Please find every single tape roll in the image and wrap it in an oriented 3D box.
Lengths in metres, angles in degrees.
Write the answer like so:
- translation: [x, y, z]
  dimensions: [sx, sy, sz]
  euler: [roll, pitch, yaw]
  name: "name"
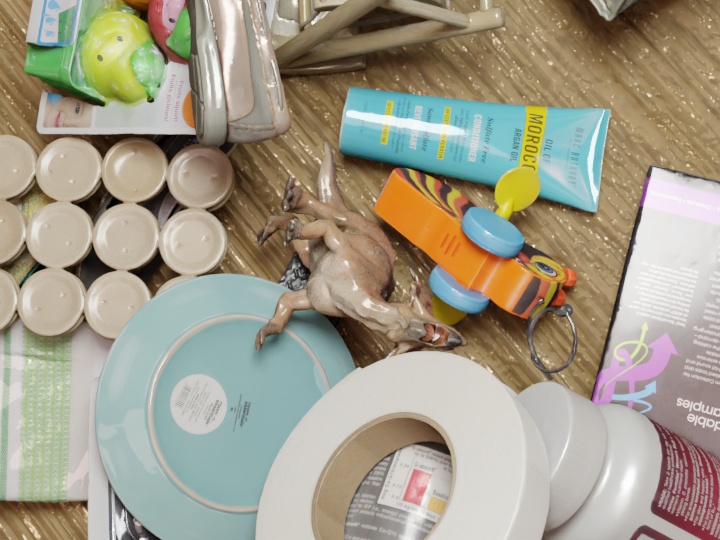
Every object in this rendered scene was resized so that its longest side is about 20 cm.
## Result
- translation: [0.023, 0.144, 0.819]
  dimensions: [0.202, 0.037, 0.204]
  euler: [-22, 46, 25]
  name: "tape roll"

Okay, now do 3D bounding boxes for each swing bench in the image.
- translation: [-0.014, -0.261, 0.959]
  dimensions: [0.199, 0.129, 0.201]
  euler: [-8, 82, 44]
  name: "swing bench"

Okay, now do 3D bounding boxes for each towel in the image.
- translation: [-0.260, 0.101, 0.973]
  dimensions: [0.198, 0.031, 0.151]
  euler: [1, 94, -9]
  name: "towel"

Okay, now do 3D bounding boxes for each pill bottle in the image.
- translation: [0.183, 0.156, 0.865]
  dimensions: [0.199, 0.109, 0.110]
  euler: [29, 87, -22]
  name: "pill bottle"
- translation: [0.041, 0.171, 0.898]
  dimensions: [0.115, 0.117, 0.201]
  euler: [19, 66, 9]
  name: "pill bottle"

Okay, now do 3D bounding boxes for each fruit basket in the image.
- translation: [-0.147, -0.188, 0.931]
  dimensions: [0.199, 0.093, 0.187]
  euler: [3, 81, 36]
  name: "fruit basket"

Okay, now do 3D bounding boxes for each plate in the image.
- translation: [-0.085, 0.100, 0.913]
  dimensions: [0.198, 0.026, 0.202]
  euler: [4, 79, -22]
  name: "plate"

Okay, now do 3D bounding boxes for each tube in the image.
- translation: [0.085, -0.097, 0.984]
  dimensions: [0.198, 0.050, 0.078]
  euler: [9, 92, 3]
  name: "tube"

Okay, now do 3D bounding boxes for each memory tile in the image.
- translation: [-0.194, -0.024, 0.956]
  dimensions: [0.198, 0.017, 0.155]
  euler: [3, 78, 3]
  name: "memory tile"

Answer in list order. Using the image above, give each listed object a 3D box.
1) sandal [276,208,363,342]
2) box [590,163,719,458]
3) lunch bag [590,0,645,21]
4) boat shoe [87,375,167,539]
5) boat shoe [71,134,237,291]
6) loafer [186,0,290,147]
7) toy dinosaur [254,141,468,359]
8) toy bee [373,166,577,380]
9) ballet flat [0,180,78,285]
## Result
- translation: [-0.052, 0.045, 0.986]
  dimensions: [0.075, 0.048, 0.201]
  euler: [36, 76, 7]
  name: "sandal"
- translation: [0.254, 0.038, 0.948]
  dimensions: [0.142, 0.036, 0.202]
  euler: [15, 84, 10]
  name: "box"
- translation: [0.196, -0.307, 0.928]
  dimensions: [0.163, 0.118, 0.201]
  euler: [-28, 78, -31]
  name: "lunch bag"
- translation: [-0.149, 0.168, 0.920]
  dimensions: [0.067, 0.072, 0.202]
  euler: [-8, 69, 7]
  name: "boat shoe"
- translation: [-0.164, -0.055, 1.001]
  dimensions: [0.067, 0.057, 0.201]
  euler: [35, 89, 10]
  name: "boat shoe"
- translation: [-0.084, -0.182, 0.858]
  dimensions: [0.062, 0.072, 0.202]
  euler: [-3, 87, -15]
  name: "loafer"
- translation: [0.000, 0.000, 0.930]
  dimensions: [0.134, 0.201, 0.086]
  euler: [13, 129, -16]
  name: "toy dinosaur"
- translation: [0.100, 0.003, 0.951]
  dimensions: [0.131, 0.108, 0.201]
  euler: [-39, 64, 33]
  name: "toy bee"
- translation: [-0.291, -0.001, 1.001]
  dimensions: [0.070, 0.071, 0.201]
  euler: [34, 91, 10]
  name: "ballet flat"
